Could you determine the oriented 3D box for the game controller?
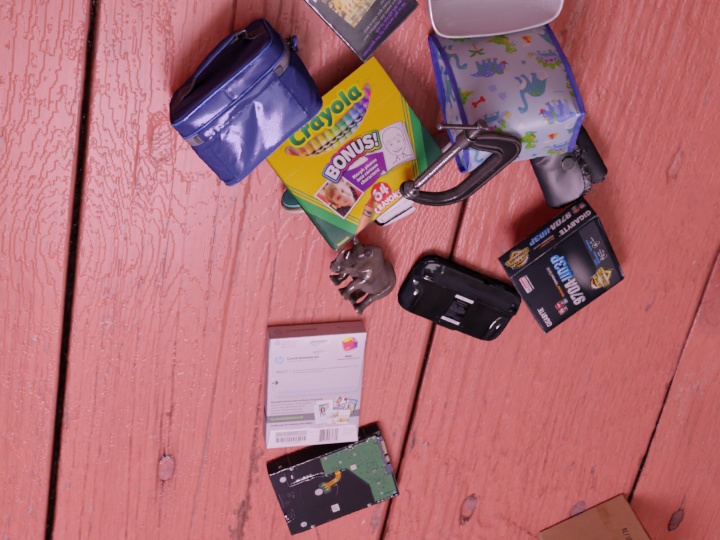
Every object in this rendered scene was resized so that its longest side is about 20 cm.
[{"bbox_3d":[0.156,0.046,1.690,0.197,0.042,0.105,22,124,-23],"label":"game controller"}]

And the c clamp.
[{"bbox_3d":[0.119,-0.138,1.398,0.168,0.027,0.200,-3,154,-32],"label":"c clamp"}]

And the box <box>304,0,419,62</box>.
[{"bbox_3d":[-0.037,-0.381,1.358,0.106,0.123,0.200,-43,120,9],"label":"box"}]

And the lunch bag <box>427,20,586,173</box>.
[{"bbox_3d":[0.192,-0.251,1.461,0.167,0.203,0.128,-12,159,-6],"label":"lunch bag"}]

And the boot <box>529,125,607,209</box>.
[{"bbox_3d":[0.258,-0.158,1.580,0.198,0.076,0.170,-30,117,-5],"label":"boot"}]

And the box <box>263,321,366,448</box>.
[{"bbox_3d":[-0.074,0.180,1.691,0.153,0.041,0.203,-3,119,-14],"label":"box"}]

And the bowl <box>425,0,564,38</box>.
[{"bbox_3d":[0.172,-0.420,1.422,0.196,0.075,0.203,-9,119,-9],"label":"bowl"}]

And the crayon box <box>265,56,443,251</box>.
[{"bbox_3d":[-0.011,-0.158,1.468,0.199,0.058,0.173,-38,98,-3],"label":"crayon box"}]

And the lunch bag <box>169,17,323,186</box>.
[{"bbox_3d":[-0.151,-0.231,1.398,0.199,0.136,0.132,-40,120,8],"label":"lunch bag"}]

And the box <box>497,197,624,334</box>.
[{"bbox_3d":[0.312,-0.004,1.656,0.158,0.046,0.200,-35,142,4],"label":"box"}]

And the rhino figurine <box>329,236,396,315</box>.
[{"bbox_3d":[0.000,0.000,1.560,0.087,0.060,0.200,-38,156,0],"label":"rhino figurine"}]

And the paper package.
[{"bbox_3d":[0.440,0.532,1.920,0.188,0.201,0.105,-24,121,-1],"label":"paper package"}]

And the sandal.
[{"bbox_3d":[0.066,-0.113,1.552,0.206,0.079,0.059,-38,117,4],"label":"sandal"}]

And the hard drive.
[{"bbox_3d":[-0.044,0.346,1.787,0.197,0.038,0.142,-20,120,-3],"label":"hard drive"}]

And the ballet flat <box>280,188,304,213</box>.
[{"bbox_3d":[-0.018,-0.126,1.535,0.198,0.070,0.070,-30,121,1],"label":"ballet flat"}]
